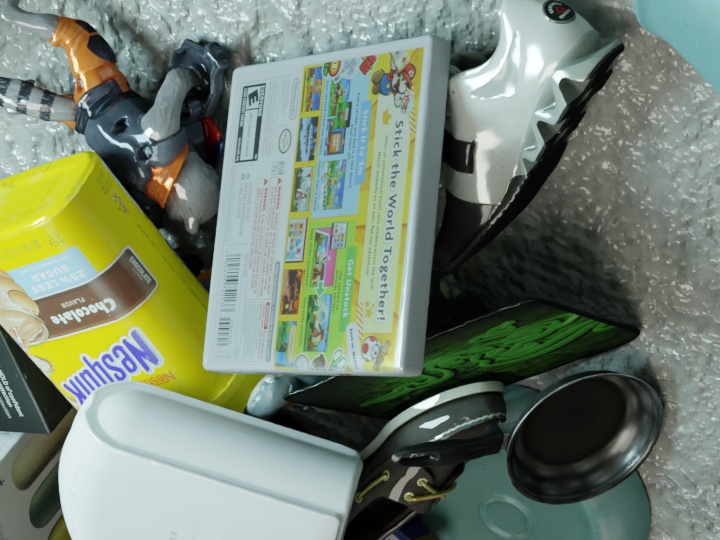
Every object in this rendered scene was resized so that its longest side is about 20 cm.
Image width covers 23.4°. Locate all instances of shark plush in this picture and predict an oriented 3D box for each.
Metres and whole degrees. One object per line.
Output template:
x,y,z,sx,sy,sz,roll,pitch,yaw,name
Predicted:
-0.009,0.028,1.136,0.083,0.091,0.201,18,131,-13,shark plush

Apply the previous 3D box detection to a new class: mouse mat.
0.067,0.062,1.133,0.199,0.160,0.008,-24,68,29,mouse mat

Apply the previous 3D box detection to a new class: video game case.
-0.024,-0.036,1.076,0.181,0.202,0.023,-3,169,45,video game case

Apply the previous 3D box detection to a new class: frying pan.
0.114,0.123,1.166,0.188,0.031,0.116,-19,130,-6,frying pan

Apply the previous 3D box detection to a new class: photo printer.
-0.107,0.158,1.170,0.198,0.070,0.167,18,138,3,photo printer

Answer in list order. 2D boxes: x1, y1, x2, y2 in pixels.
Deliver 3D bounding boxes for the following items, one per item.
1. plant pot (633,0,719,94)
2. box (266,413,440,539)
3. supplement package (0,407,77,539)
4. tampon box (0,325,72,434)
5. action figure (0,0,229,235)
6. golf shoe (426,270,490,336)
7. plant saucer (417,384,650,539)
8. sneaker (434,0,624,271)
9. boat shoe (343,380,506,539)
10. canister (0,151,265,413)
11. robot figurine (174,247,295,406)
0.244,-0.140,0.847,0.187,0.200,0.201,32,137,26,plant pot
-0.040,0.198,1.330,0.199,0.032,0.122,36,115,25,box
-0.311,0.184,1.414,0.149,0.200,0.153,4,128,27,supplement package
-0.309,0.027,1.339,0.198,0.127,0.151,0,126,30,tampon box
-0.174,-0.084,1.191,0.193,0.105,0.201,34,134,15,action figure
0.000,0.000,1.174,0.088,0.077,0.201,-22,112,46,golf shoe
0.112,0.171,1.272,0.198,0.036,0.202,16,131,19,plant saucer
0.080,-0.088,1.064,0.088,0.074,0.201,38,130,12,sneaker
0.034,0.143,1.211,0.201,0.071,0.061,-39,57,37,boat shoe
-0.176,0.025,1.184,0.148,0.087,0.201,-14,125,37,canister
-0.094,0.045,1.274,0.198,0.058,0.146,-7,120,34,robot figurine
